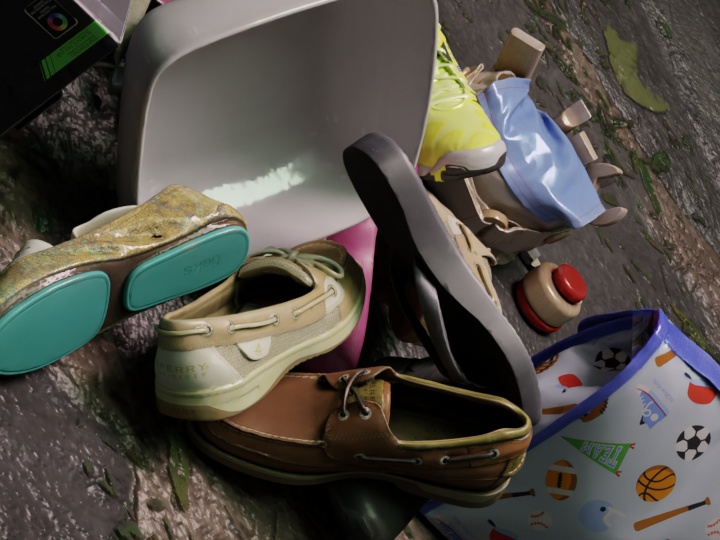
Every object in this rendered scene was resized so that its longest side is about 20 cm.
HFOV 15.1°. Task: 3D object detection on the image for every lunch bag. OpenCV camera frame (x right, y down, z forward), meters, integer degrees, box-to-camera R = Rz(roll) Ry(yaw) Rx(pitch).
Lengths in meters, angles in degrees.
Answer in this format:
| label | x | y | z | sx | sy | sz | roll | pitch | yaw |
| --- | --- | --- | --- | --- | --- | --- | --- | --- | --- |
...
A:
| label | x | y | z | sx | sy | sz | roll | pitch | yaw |
| --- | --- | --- | --- | --- | --- | --- | --- | --- | --- |
| lunch bag | 0.166 | 0.127 | 1.734 | 0.170 | 0.200 | 0.124 | 43 | 31 | -21 |

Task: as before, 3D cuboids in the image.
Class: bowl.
| label | x | y | z | sx | sy | sz | roll | pitch | yaw |
| --- | --- | --- | --- | --- | --- | --- | --- | --- | --- |
| bowl | -0.059 | -0.098 | 1.597 | 0.200 | 0.200 | 0.075 | -19 | 50 | -24 |

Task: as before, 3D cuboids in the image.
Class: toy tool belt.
| label | x | y | z | sx | sy | sz | roll | pitch | yaw |
| --- | --- | --- | --- | --- | --- | --- | --- | --- | --- |
| toy tool belt | 0.127 | -0.065 | 1.955 | 0.200 | 0.123 | 0.125 | 56 | 28 | -1 |

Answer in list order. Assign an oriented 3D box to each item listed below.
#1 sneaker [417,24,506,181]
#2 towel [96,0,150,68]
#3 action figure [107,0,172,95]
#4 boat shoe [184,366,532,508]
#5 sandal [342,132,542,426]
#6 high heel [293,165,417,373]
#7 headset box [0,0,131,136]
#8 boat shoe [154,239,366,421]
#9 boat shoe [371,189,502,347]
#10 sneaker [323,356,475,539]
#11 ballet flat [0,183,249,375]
| label | x | y | z | sx | sy | sz | roll | pitch | yaw |
| --- | --- | --- | --- | --- | --- | --- | --- | --- | --- |
| sneaker | 0.038 | -0.126 | 1.863 | 0.075 | 0.076 | 0.200 | -14 | 35 | -20 |
| towel | -0.210 | -0.198 | 1.598 | 0.192 | 0.035 | 0.200 | 27 | 29 | -7 |
| action figure | -0.053 | -0.141 | 1.704 | 0.200 | 0.134 | 0.149 | 14 | 2 | -17 |
| boat shoe | 0.001 | 0.083 | 1.575 | 0.200 | 0.068 | 0.072 | 8 | 52 | -15 |
| sandal | 0.040 | 0.013 | 1.614 | 0.043 | 0.076 | 0.200 | -35 | 98 | -19 |
| high heel | 0.000 | 0.000 | 1.734 | 0.096 | 0.067 | 0.200 | 47 | 47 | 1 |
| headset box | -0.237 | -0.152 | 1.421 | 0.200 | 0.174 | 0.093 | 43 | 30 | -26 |
| boat shoe | -0.057 | 0.020 | 1.574 | 0.201 | 0.073 | 0.063 | -37 | 128 | -51 |
| boat shoe | 0.052 | 0.002 | 1.777 | 0.065 | 0.072 | 0.200 | 20 | 18 | -14 |
| sneaker | 0.035 | 0.101 | 1.661 | 0.076 | 0.091 | 0.200 | 66 | 26 | -22 |
| ballet flat | -0.151 | 0.001 | 1.495 | 0.200 | 0.071 | 0.071 | -25 | 81 | -38 |
